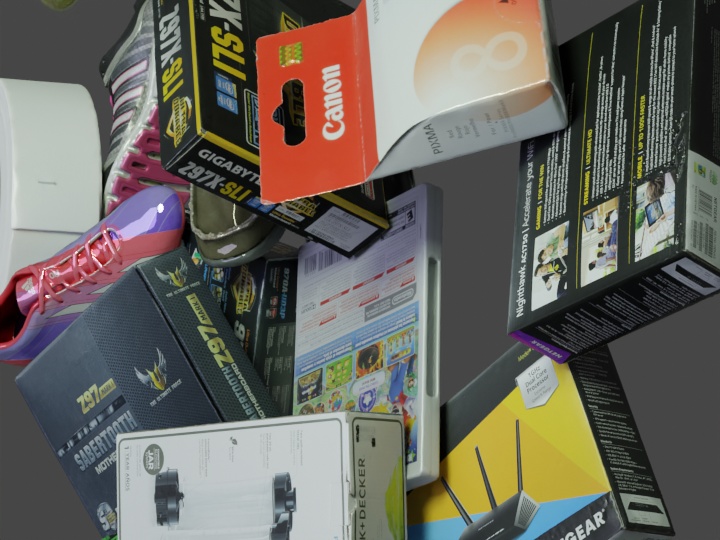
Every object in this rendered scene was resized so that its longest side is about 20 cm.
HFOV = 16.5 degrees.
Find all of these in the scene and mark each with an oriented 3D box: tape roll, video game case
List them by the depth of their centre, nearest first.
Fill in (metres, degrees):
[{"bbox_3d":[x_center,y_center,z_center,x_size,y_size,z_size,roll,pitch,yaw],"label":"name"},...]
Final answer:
[{"bbox_3d":[0.003,0.057,1.637,0.143,0.018,0.201,-26,55,47],"label":"video game case"},{"bbox_3d":[-0.255,-0.047,1.926,0.202,0.070,0.204,-176,90,-71],"label":"tape roll"}]

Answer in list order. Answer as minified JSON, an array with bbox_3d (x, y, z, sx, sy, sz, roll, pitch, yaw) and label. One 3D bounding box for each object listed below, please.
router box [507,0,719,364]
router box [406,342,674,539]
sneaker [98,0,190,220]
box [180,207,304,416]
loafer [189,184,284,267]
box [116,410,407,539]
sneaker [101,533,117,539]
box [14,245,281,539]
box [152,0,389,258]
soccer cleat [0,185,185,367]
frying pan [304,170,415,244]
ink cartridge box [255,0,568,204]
[{"bbox_3d":[0.159,-0.062,1.482,0.149,0.051,0.201,-27,46,44],"label":"router box"},{"bbox_3d":[0.093,0.146,1.556,0.200,0.051,0.150,-43,51,36],"label":"router box"},{"bbox_3d":[-0.160,-0.123,1.884,0.087,0.073,0.201,27,103,51],"label":"sneaker"},{"bbox_3d":[-0.109,0.068,1.796,0.158,0.046,0.202,19,107,48],"label":"box"},{"bbox_3d":[-0.091,-0.090,1.737,0.075,0.070,0.201,-15,49,19],"label":"loafer"},{"bbox_3d":[-0.064,0.155,1.586,0.199,0.060,0.118,-9,79,38],"label":"box"},{"bbox_3d":[-0.147,0.275,1.714,0.084,0.078,0.202,-3,81,9],"label":"sneaker"},{"bbox_3d":[-0.148,0.097,1.741,0.200,0.051,0.158,-38,79,47],"label":"box"},{"bbox_3d":[-0.062,-0.123,1.666,0.049,0.159,0.201,-41,39,35],"label":"box"},{"bbox_3d":[-0.204,0.006,1.795,0.200,0.076,0.067,-38,60,31],"label":"soccer cleat"},{"bbox_3d":[-0.010,-0.004,1.730,0.115,0.031,0.192,12,92,51],"label":"frying pan"},{"bbox_3d":[0.024,-0.134,1.555,0.198,0.050,0.163,-13,46,9],"label":"ink cartridge box"}]
